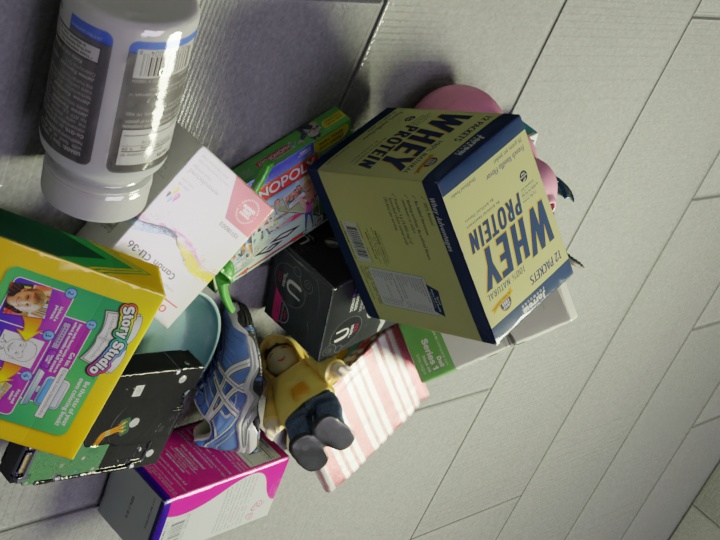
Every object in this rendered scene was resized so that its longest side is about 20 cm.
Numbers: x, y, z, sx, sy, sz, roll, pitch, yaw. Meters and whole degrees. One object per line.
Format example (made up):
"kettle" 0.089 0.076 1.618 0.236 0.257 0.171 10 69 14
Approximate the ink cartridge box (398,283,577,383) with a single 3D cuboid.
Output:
"ink cartridge box" 0.162 0.060 1.761 0.200 0.084 0.146 -23 176 11

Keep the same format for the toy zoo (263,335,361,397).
"toy zoo" -0.033 0.130 1.792 0.200 0.020 0.131 27 101 -35

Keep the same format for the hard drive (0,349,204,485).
"hard drive" -0.267 0.151 1.485 0.200 0.038 0.140 -4 128 -52

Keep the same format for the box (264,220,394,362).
"box" 0.000 0.000 1.668 0.200 0.106 0.122 -25 143 -36

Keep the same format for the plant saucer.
"plant saucer" -0.239 0.093 1.528 0.200 0.036 0.200 -33 146 -26

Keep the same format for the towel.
"towel" 0.000 0.163 1.760 0.200 0.030 0.147 -42 133 -25

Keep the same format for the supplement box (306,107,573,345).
"supplement box" 0.084 -0.051 1.501 0.134 0.200 0.200 -40 121 -30

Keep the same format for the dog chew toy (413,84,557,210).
"dog chew toy" 0.142 -0.124 1.618 0.124 0.200 0.125 -33 146 -25

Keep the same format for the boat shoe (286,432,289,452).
"boat shoe" -0.030 0.175 1.874 0.074 0.066 0.200 1 124 -53

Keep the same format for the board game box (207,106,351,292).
"board game box" -0.092 -0.076 1.536 0.200 0.029 0.135 -34 148 -23

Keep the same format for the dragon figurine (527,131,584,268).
"dragon figurine" 0.209 -0.092 1.670 0.099 0.200 0.059 -48 140 2

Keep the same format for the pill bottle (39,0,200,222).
"pill bottle" -0.210 -0.147 1.209 0.114 0.114 0.200 -18 139 -42

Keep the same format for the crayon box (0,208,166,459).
"crayon box" -0.300 0.061 1.308 0.172 0.058 0.200 21 112 -29

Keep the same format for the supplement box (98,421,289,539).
"supplement box" -0.197 0.255 1.708 0.200 0.103 0.101 -12 133 -45

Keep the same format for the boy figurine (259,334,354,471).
"boy figurine" -0.065 0.139 1.642 0.124 0.200 0.064 -37 126 7

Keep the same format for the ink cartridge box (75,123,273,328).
"ink cartridge box" -0.196 -0.027 1.383 0.200 0.067 0.116 -49 131 0

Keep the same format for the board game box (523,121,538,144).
"board game box" 0.139 -0.085 1.816 0.151 0.047 0.200 -26 143 -35

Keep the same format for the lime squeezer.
"lime squeezer" -0.138 -0.022 1.486 0.071 0.038 0.200 -62 171 -54

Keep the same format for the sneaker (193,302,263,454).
"sneaker" -0.154 0.129 1.645 0.077 0.076 0.200 -1 117 -9
